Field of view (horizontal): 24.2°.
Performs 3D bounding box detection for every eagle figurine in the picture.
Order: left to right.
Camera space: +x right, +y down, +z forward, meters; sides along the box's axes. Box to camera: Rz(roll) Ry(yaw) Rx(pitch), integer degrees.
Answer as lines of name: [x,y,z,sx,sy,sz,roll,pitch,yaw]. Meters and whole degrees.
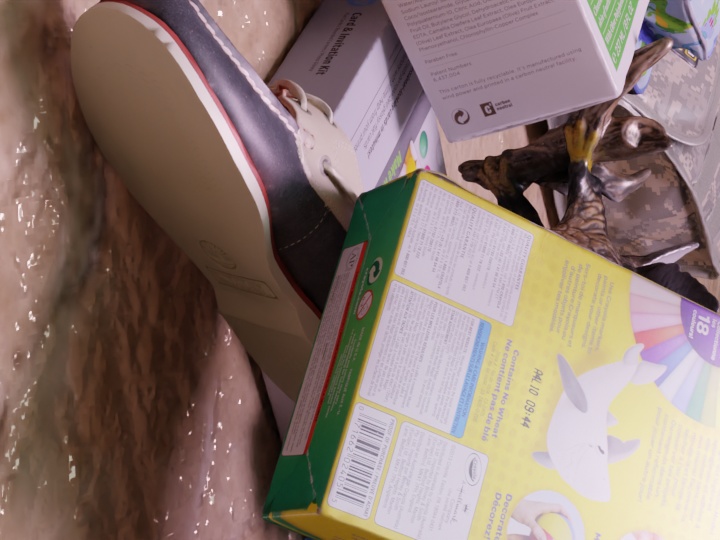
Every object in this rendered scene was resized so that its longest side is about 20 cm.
eagle figurine: [0.077,0.021,0.714,0.152,0.151,0.200,88,5,-56]

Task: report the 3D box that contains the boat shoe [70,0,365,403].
boat shoe: [-0.029,-0.027,0.568,0.063,0.071,0.200,-51,135,-22]

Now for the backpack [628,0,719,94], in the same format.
backpack: [0.126,-0.201,0.895,0.183,0.147,0.200,15,76,-71]

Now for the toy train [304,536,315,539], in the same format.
toy train: [0.020,0.161,0.591,0.200,0.114,0.087,32,27,-31]

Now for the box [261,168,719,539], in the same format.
box: [0.077,0.059,0.557,0.200,0.048,0.117,24,71,-21]

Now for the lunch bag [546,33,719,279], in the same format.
lunch bag: [0.186,-0.117,1.110,0.200,0.117,0.164,61,37,-45]

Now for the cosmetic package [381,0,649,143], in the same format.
cosmetic package: [0.041,-0.168,0.689,0.200,0.085,0.108,62,30,-27]

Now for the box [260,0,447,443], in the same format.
box: [0.000,0.000,0.731,0.156,0.041,0.200,-63,149,-48]
